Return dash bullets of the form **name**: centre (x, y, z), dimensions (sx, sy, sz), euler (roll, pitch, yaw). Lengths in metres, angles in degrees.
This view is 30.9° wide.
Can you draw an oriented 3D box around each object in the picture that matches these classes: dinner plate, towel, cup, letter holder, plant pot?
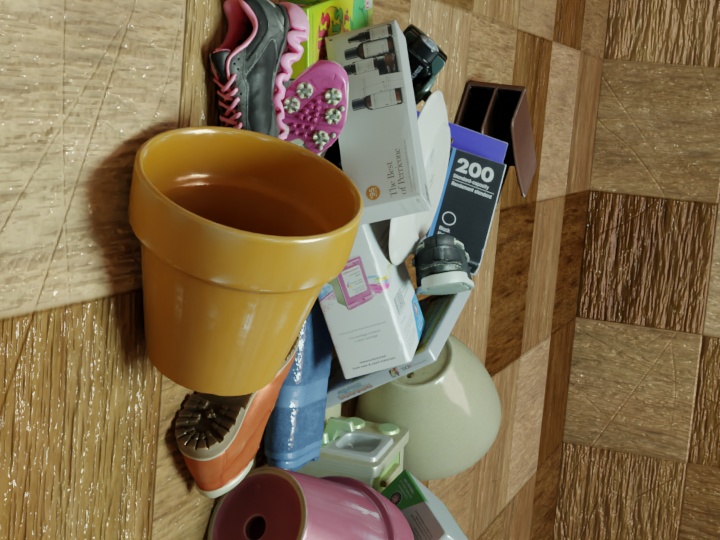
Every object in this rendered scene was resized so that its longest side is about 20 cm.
- **dinner plate**: centre (0.072, -0.102, 1.466), dimensions (0.200, 0.024, 0.203), euler (14, 90, -77)
- **towel**: centre (-0.073, 0.127, 1.499), dimensions (0.111, 0.048, 0.203), euler (-6, 103, -71)
- **cup**: centre (0.083, 0.154, 1.722), dimensions (0.144, 0.198, 0.202), euler (76, 28, -50)
- **letter holder**: centre (0.219, -0.190, 2.156), dimensions (0.201, 0.099, 0.143), euler (70, 35, -53)
- **plant pot**: centre (-0.064, 0.303, 1.404), dimensions (0.179, 0.198, 0.202), euler (42, 56, -49)
- **plant pot**: centre (-0.114, 0.000, 1.149), dimensions (0.200, 0.198, 0.185), euler (-47, 157, -59)

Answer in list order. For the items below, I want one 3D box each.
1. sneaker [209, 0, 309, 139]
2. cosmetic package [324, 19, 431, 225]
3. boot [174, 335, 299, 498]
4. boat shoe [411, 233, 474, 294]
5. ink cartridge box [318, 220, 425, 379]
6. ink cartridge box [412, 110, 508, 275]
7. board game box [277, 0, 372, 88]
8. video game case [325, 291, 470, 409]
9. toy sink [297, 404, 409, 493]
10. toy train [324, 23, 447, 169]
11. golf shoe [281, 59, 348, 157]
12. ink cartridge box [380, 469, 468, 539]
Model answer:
- **sneaker**: centre (-0.116, -0.174, 1.255), dimensions (0.095, 0.078, 0.203), euler (19, 77, -48)
- **cosmetic package**: centre (0.017, -0.155, 1.361), dimensions (0.051, 0.082, 0.203), euler (43, 36, -67)
- **boot**: centre (-0.122, 0.138, 1.339), dimensions (0.201, 0.074, 0.108), euler (-55, 151, -38)
- **boat shoe**: centre (0.098, -0.005, 1.538), dimensions (0.200, 0.075, 0.061), euler (110, -27, -84)
- **ink cartridge box**: centre (0.000, 0.000, 1.490), dimensions (0.145, 0.084, 0.202), euler (-57, 131, -72)
- **ink cartridge box**: centre (0.080, -0.117, 1.637), dimensions (0.043, 0.196, 0.202), euler (115, -8, -65)
- **board game box**: centre (-0.041, -0.255, 1.449), dimensions (0.200, 0.047, 0.103), euler (-43, 137, -62)
- **video game case**: centre (0.037, 0.093, 1.610), dimensions (0.023, 0.181, 0.200), euler (58, 26, -11)
- **toy sink**: centre (-0.010, 0.254, 1.633), dimensions (0.130, 0.111, 0.203), euler (-36, 130, -65)
- **toy train**: centre (0.023, -0.194, 1.499), dimensions (0.200, 0.085, 0.114), euler (-49, -174, 24)
- **golf shoe**: centre (-0.061, -0.147, 1.350), dimensions (0.092, 0.075, 0.201), euler (-78, -168, -48)
- **ink cartridge box**: centre (0.028, 0.355, 1.509), dimensions (0.200, 0.146, 0.084), euler (-45, 119, 3)
